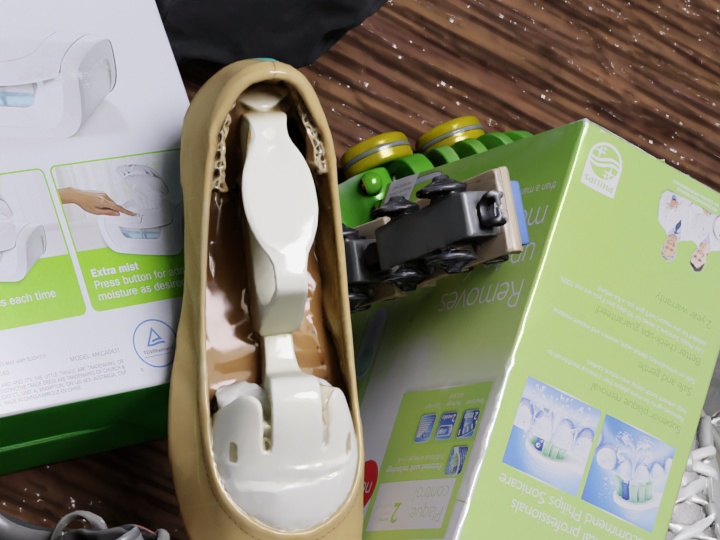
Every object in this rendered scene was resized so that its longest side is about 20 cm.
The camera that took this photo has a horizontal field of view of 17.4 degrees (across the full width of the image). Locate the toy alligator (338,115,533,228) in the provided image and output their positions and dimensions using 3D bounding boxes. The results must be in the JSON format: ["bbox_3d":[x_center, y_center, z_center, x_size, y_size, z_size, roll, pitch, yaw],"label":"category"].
[{"bbox_3d":[0.015,-0.028,0.966,0.199,0.054,0.060,-15,76,-34],"label":"toy alligator"}]

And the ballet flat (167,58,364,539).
[{"bbox_3d":[-0.032,0.025,0.796,0.068,0.063,0.201,-5,84,-14],"label":"ballet flat"}]

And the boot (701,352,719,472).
[{"bbox_3d":[0.179,0.004,1.031,0.200,0.072,0.182,-33,107,-29],"label":"boot"}]

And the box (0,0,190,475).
[{"bbox_3d":[-0.157,-0.018,0.837,0.199,0.097,0.177,-12,75,-33],"label":"box"}]

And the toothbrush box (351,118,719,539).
[{"bbox_3d":[0.048,0.061,0.862,0.086,0.145,0.201,25,73,-23],"label":"toothbrush box"}]

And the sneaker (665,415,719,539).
[{"bbox_3d":[0.108,0.094,0.879,0.075,0.200,0.092,10,109,-23],"label":"sneaker"}]

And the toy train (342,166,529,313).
[{"bbox_3d":[0.000,0.000,0.857,0.046,0.200,0.034,-3,80,-33],"label":"toy train"}]

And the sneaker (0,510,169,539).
[{"bbox_3d":[-0.072,0.129,0.779,0.199,0.082,0.077,20,32,13],"label":"sneaker"}]

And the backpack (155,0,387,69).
[{"bbox_3d":[-0.032,-0.193,0.965,0.126,0.167,0.201,20,46,-31],"label":"backpack"}]
